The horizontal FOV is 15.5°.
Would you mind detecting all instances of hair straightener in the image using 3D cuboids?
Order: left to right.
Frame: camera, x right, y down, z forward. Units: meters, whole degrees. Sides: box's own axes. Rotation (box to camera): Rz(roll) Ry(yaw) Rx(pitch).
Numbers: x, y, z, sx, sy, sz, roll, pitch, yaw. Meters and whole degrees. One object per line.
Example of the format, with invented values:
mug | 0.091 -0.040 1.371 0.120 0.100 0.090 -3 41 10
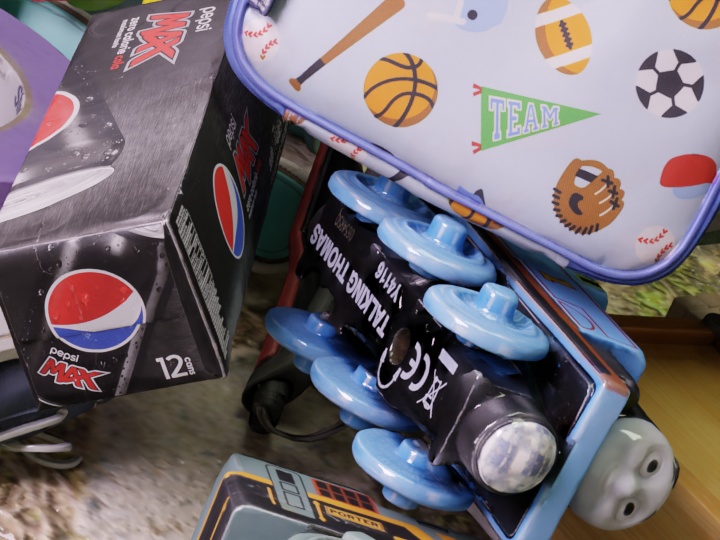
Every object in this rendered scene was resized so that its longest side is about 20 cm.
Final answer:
hair straightener | 0.000 0.000 1.081 0.077 0.041 0.200 -9 33 24

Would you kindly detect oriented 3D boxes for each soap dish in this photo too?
soap dish | 0.133 0.091 1.048 0.157 0.081 0.200 4 29 -38

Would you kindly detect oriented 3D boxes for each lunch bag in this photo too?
lunch bag | 0.056 -0.100 0.931 0.200 0.161 0.076 30 9 -2

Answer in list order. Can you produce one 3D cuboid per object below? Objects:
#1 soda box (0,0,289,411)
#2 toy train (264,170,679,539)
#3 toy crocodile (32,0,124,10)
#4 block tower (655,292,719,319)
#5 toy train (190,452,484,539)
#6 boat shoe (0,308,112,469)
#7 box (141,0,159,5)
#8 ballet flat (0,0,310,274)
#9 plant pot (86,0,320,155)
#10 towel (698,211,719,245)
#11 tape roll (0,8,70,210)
soda box | -0.075 -0.032 0.942 0.070 0.064 0.200 -11 26 11
toy train | 0.043 0.030 0.949 0.114 0.087 0.200 19 16 -26
toy crocodile | -0.158 -0.143 1.140 0.199 0.068 0.062 5 50 15
block tower | 0.205 0.081 1.173 0.058 0.054 0.200 -6 37 -48
toy train | 0.027 0.125 0.886 0.199 0.085 0.114 17 15 -15
boat shoe | -0.132 0.035 0.940 0.075 0.062 0.200 37 29 23
box | -0.058 -0.085 1.089 0.070 0.201 0.064 25 23 4
ballet flat | -0.098 -0.061 1.188 0.200 0.070 0.069 32 24 9
plant pot | -0.081 -0.180 1.306 0.195 0.201 0.200 17 23 6
towel | 0.127 -0.028 1.091 0.149 0.031 0.200 -4 -5 45
tape roll | -0.205 -0.052 1.027 0.199 0.085 0.200 20 23 -9
